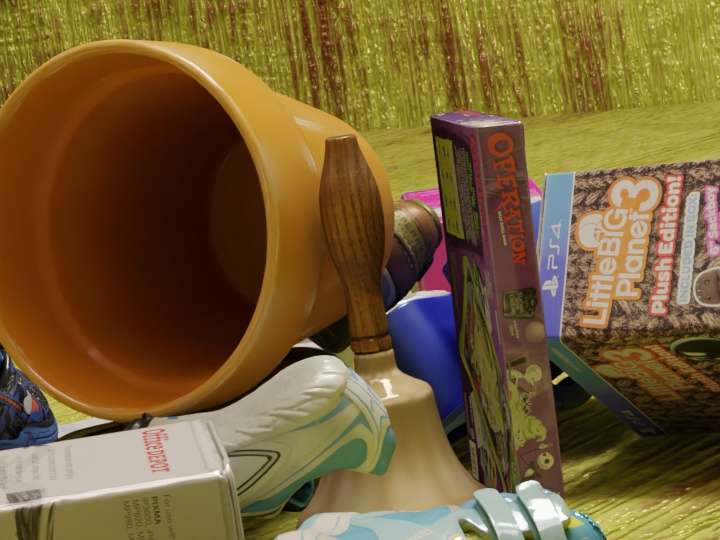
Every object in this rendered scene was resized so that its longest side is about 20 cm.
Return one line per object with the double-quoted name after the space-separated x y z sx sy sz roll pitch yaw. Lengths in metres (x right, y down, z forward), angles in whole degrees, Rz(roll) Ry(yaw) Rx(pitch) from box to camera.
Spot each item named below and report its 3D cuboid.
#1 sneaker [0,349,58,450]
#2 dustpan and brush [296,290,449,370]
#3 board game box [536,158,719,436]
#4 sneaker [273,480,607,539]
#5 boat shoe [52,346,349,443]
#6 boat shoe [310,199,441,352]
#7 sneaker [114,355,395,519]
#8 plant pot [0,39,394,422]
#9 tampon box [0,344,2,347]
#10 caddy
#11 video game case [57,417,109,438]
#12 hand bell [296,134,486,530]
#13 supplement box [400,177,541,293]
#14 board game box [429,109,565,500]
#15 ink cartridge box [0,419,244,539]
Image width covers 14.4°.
-0.217 0.074 1.648 0.075 0.079 0.200 -7 8 -4 "sneaker"
-0.029 0.056 1.843 0.200 0.057 0.140 -11 8 -22 "dustpan and brush"
0.213 0.014 1.501 0.200 0.097 0.159 -4 -23 28 "board game box"
0.035 0.129 1.141 0.130 0.080 0.200 -8 8 6 "sneaker"
-0.075 0.099 1.566 0.200 0.072 0.068 -24 18 -30 "boat shoe"
0.000 0.000 1.731 0.068 0.072 0.200 -38 8 -17 "boat shoe"
-0.072 0.102 1.431 0.200 0.073 0.072 -20 25 31 "sneaker"
-0.080 -0.026 1.559 0.200 0.201 0.183 -3 2 32 "plant pot"
-0.230 -0.022 2.311 0.200 0.150 0.126 -5 7 25 "tampon box"
0.096 0.036 1.644 0.141 0.105 0.200 -43 -10 28 "caddy"
-0.178 0.119 1.662 0.182 0.024 0.200 -13 8 -33 "video game case"
0.006 0.030 1.460 0.104 0.200 0.104 -7 7 1 "hand bell"
0.086 -0.002 2.005 0.103 0.101 0.200 -7 8 1 "supplement box"
0.070 0.020 1.467 0.032 0.200 0.120 -7 8 -5 "board game box"
-0.155 0.131 1.307 0.200 0.085 0.146 -10 8 -5 "ink cartridge box"
